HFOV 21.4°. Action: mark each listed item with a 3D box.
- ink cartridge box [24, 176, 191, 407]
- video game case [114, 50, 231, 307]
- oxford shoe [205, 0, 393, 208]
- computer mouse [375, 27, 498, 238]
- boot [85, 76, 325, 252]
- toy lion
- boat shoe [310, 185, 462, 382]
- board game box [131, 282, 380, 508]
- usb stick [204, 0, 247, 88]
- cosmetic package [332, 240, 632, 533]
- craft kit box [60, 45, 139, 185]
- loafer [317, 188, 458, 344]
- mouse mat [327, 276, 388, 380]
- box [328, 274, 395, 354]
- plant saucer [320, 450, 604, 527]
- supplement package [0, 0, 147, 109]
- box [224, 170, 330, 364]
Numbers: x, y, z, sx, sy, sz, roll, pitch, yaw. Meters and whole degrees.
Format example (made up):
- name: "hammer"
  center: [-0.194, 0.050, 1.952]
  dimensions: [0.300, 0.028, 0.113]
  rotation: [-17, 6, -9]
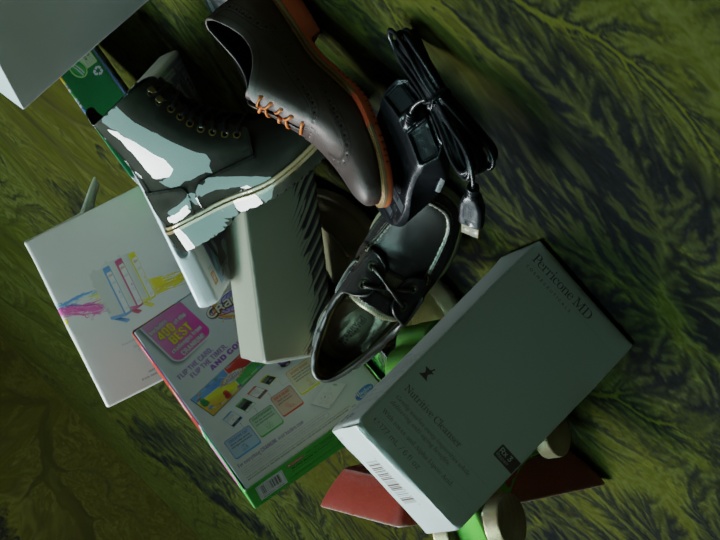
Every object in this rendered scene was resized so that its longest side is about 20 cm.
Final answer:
- name: "ink cartridge box"
  center: [-0.232, 0.014, 1.830]
  dimensions: [0.201, 0.125, 0.129]
  rotation: [63, 173, 0]
- name: "video game case"
  center: [-0.149, -0.084, 1.654]
  dimensions: [0.200, 0.023, 0.183]
  rotation: [-71, -42, -69]
- name: "oxford shoe"
  center: [-0.044, -0.121, 1.404]
  dimensions: [0.200, 0.072, 0.071]
  rotation: [57, 158, 20]
- name: "computer mouse"
  center: [0.057, -0.076, 1.362]
  dimensions: [0.141, 0.046, 0.200]
  rotation: [60, 160, 23]
- name: "boot"
  center: [-0.111, -0.115, 1.488]
  dimensions: [0.139, 0.200, 0.078]
  rotation: [52, -156, -12]
- name: "toy lion"
  center: [0.084, 0.117, 1.529]
  dimensions: [0.068, 0.200, 0.192]
  rotation: [-11, 116, 31]
- name: "boat shoe"
  center: [0.020, 0.016, 1.497]
  dimensions: [0.073, 0.065, 0.200]
  rotation: [27, 127, -4]
- name: "board game box"
  center: [-0.087, 0.088, 1.687]
  dimensions: [0.200, 0.153, 0.040]
  rotation: [51, 170, 31]
- name: "usb stick"
  center: [-0.094, -0.199, 1.497]
  dimensions: [0.055, 0.033, 0.200]
  rotation: [24, 152, 37]
- name: "cosmetic package"
  center: [0.090, 0.087, 1.407]
  dimensions: [0.113, 0.200, 0.081]
  rotation: [46, 163, -4]
- name: "craft kit box"
  center: [-0.230, -0.152, 1.773]
  dimensions: [0.200, 0.048, 0.198]
  rotation: [54, -178, 12]
- name: "loafer"
  center: [0.000, 0.000, 1.647]
  dimensions: [0.200, 0.068, 0.076]
  rotation: [37, 160, 29]
- name: "mouse mat"
  center: [0.011, 0.086, 1.678]
  dimensions: [0.161, 0.008, 0.200]
  rotation: [52, 171, 10]
- name: "box"
  center: [-0.049, 0.022, 1.842]
  dimensions: [0.200, 0.050, 0.158]
  rotation: [45, 163, 8]
- name: "plant saucer"
  center: [0.085, 0.185, 1.704]
  dimensions: [0.199, 0.199, 0.037]
  rotation: [176, 85, -69]
- name: "supplement package"
  center: [-0.280, -0.274, 1.502]
  dimensions: [0.200, 0.191, 0.147]
  rotation: [37, 161, 31]
- name: "box"
  center: [-0.073, -0.026, 1.601]
  dimensions: [0.082, 0.068, 0.201]
  rotation: [-174, 76, -72]
